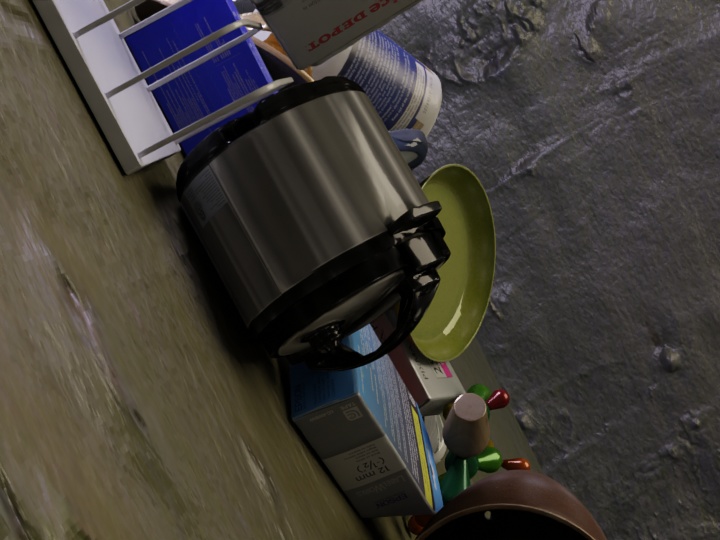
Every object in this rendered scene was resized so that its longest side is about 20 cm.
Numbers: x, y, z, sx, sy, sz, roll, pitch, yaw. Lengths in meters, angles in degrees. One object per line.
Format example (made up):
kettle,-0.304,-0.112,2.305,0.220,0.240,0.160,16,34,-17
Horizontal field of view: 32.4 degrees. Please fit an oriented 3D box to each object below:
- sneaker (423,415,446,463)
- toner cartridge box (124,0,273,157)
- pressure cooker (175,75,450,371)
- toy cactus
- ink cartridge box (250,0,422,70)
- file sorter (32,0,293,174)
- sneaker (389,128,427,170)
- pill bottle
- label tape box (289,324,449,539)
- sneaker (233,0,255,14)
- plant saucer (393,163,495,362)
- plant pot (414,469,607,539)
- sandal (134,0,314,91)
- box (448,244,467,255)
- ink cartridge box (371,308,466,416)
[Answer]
sneaker,0.034,0.111,1.342,0.201,0.075,0.115,68,11,25
toner cartridge box,-0.113,-0.133,1.068,0.201,0.094,0.043,63,7,-7
pressure cooker,-0.030,-0.023,0.954,0.201,0.178,0.176,60,-4,10
toy cactus,0.106,0.182,1.194,0.166,0.101,0.201,90,25,-52
ink cartridge box,-0.034,-0.263,0.915,0.084,0.144,0.200,63,6,31
file sorter,-0.151,-0.194,0.905,0.201,0.124,0.139,62,7,-7
sneaker,-0.011,-0.066,1.173,0.082,0.199,0.070,58,-18,21
pill bottle,-0.019,-0.203,1.262,0.199,0.111,0.111,30,27,-36
label tape box,0.007,0.133,1.079,0.144,0.066,0.201,-98,164,-52
sneaker,-0.127,-0.293,1.327,0.200,0.099,0.071,43,8,15
plant saucer,0.080,-0.008,1.268,0.199,0.031,0.202,-14,107,-56
plant pot,0.126,0.241,1.010,0.188,0.186,0.200,62,14,-6
sandal,-0.099,-0.216,1.127,0.210,0.070,0.078,30,-26,5
box,0.065,-0.033,1.350,0.199,0.064,0.070,22,37,-55
ink cartridge box,0.012,0.054,1.254,0.173,0.043,0.201,7,51,-62
